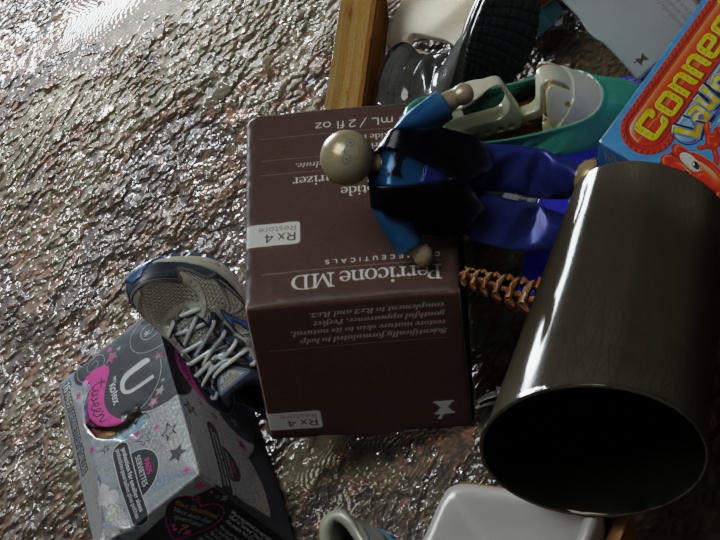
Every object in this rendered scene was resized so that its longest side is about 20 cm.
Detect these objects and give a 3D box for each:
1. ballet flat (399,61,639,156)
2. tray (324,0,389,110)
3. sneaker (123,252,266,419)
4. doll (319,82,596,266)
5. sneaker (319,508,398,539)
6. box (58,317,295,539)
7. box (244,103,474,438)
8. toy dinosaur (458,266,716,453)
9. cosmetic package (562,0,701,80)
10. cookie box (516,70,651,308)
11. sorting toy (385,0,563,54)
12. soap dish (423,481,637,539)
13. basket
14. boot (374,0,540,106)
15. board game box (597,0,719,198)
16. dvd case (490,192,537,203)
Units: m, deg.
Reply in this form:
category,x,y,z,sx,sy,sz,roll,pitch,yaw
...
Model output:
category,x,y,z,sx,sy,sz,roll,pitch,yaw
ballet flat,0.120,-0.118,1.656,0.198,0.071,0.068,-15,54,-5
tray,-0.004,-0.166,1.942,0.037,0.099,0.202,4,63,6
sneaker,-0.109,0.059,1.784,0.077,0.200,0.086,-37,39,22
doll,0.068,-0.069,1.607,0.048,0.198,0.138,153,127,-84
sneaker,-0.008,0.263,1.614,0.075,0.087,0.201,-25,45,21
box,-0.150,0.154,1.794,0.114,0.132,0.201,-38,40,13
box,0.000,0.000,1.727,0.164,0.165,0.201,-5,48,3
toy dinosaur,0.155,0.071,1.586,0.199,0.102,0.136,36,83,29
cosmetic package,0.218,-0.247,1.761,0.081,0.113,0.200,-41,14,25
cookie box,0.221,-0.054,1.685,0.170,0.075,0.201,-9,50,35
sorting toy,0.103,-0.241,1.939,0.180,0.107,0.200,-48,38,7
soap dish,0.099,0.250,1.532,0.156,0.081,0.201,3,59,43
basket,0.175,0.038,1.478,0.180,0.135,0.201,-39,27,53
boot,0.068,-0.172,1.856,0.131,0.069,0.202,32,103,50
board game box,0.302,-0.104,1.574,0.195,0.056,0.201,32,74,16
dvd case,0.104,-0.098,1.874,0.199,0.018,0.143,12,65,47
